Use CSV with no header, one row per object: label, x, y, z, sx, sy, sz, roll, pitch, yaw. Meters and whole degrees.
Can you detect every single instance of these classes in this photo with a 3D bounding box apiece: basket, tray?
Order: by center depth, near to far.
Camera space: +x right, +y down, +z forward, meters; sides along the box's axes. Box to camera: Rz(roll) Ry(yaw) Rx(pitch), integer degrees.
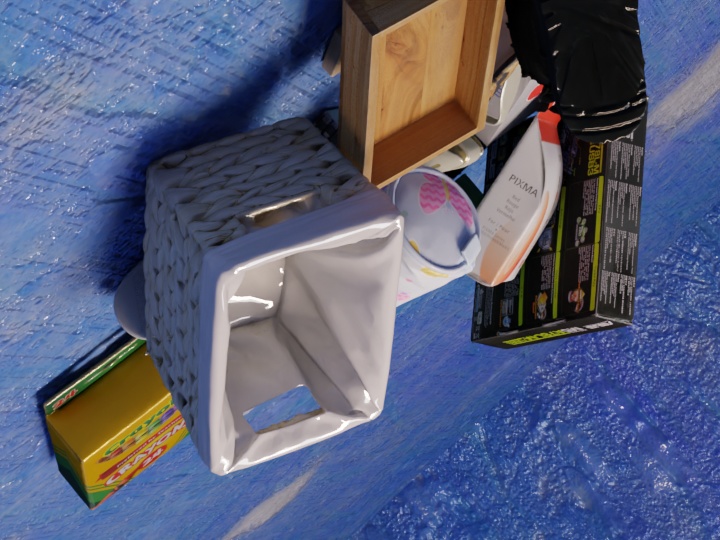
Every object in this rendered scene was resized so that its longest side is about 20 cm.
tray,0.035,-0.127,1.361,0.099,0.037,0.200,-30,158,-15
basket,-0.063,0.013,1.440,0.135,0.123,0.200,-18,140,-23

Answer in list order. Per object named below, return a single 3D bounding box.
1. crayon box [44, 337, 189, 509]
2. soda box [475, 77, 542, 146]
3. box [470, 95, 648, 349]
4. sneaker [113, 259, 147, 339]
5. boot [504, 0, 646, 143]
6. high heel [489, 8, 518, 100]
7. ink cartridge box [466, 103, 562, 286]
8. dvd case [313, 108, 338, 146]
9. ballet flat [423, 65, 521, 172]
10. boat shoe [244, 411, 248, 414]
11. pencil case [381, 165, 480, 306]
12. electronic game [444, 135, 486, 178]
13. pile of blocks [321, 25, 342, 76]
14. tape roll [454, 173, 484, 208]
crayon box,-0.182,0.112,1.729,0.127,0.051,0.200,-38,167,-14
soda box,0.131,-0.183,1.663,0.068,0.063,0.200,-35,167,-34
box,0.170,-0.041,1.889,0.047,0.200,0.193,13,165,-30
sneaker,-0.087,-0.017,1.574,0.200,0.071,0.099,-37,172,-4
boot,0.123,-0.180,1.296,0.073,0.199,0.163,-9,-158,-2
high heel,0.088,-0.162,1.484,0.200,0.071,0.143,-56,180,34
ink cartridge box,0.151,-0.081,1.774,0.200,0.050,0.162,-55,173,7
dvd case,-0.051,-0.051,1.666,0.200,0.022,0.146,-46,168,24
ballet flat,0.071,-0.117,1.635,0.074,0.074,0.200,-28,155,-47
boat shoe,-0.093,0.060,1.841,0.200,0.070,0.066,-45,-165,47
pencil case,0.000,0.000,1.583,0.083,0.091,0.200,-33,178,-43
electronic game,0.039,-0.075,1.812,0.200,0.042,0.200,-39,176,-3
pile of blocks,0.050,-0.181,1.419,0.082,0.062,0.200,-27,161,-50
tape roll,0.030,-0.003,1.904,0.200,0.048,0.200,-41,180,0
